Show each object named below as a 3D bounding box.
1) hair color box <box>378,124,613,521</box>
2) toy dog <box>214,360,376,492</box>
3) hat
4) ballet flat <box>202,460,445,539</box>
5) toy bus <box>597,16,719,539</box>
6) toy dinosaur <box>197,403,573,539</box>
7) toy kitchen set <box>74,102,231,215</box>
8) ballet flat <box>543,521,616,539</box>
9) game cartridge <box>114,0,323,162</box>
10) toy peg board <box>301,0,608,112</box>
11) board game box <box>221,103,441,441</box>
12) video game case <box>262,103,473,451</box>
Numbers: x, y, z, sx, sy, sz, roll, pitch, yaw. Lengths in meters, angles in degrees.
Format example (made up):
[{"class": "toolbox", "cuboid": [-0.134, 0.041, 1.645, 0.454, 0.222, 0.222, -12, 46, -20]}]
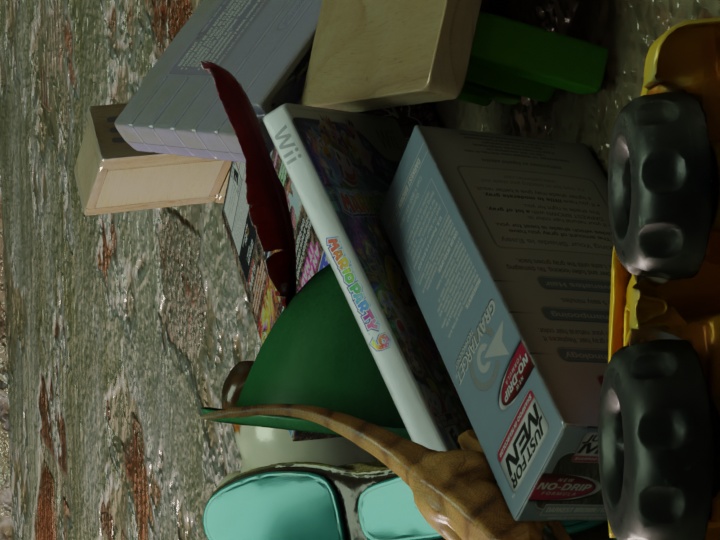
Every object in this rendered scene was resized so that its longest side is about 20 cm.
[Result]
[{"class": "hair color box", "cuboid": [0.088, 0.021, 0.823, 0.201, 0.098, 0.061, -113, 36, -45]}, {"class": "toy dog", "cuboid": [-0.043, 0.152, 1.154, 0.194, 0.138, 0.202, 48, -137, -68]}, {"class": "hat", "cuboid": [0.000, 0.000, 0.971, 0.200, 0.164, 0.178, 69, -155, -85]}, {"class": "ballet flat", "cuboid": [0.005, 0.137, 1.017, 0.199, 0.071, 0.071, -12, 80, 30]}, {"class": "toy bus", "cuboid": [0.145, 0.014, 0.653, 0.192, 0.134, 0.202, -139, 48, -86]}, {"class": "toy dinosaur", "cuboid": [0.039, 0.093, 0.786, 0.200, 0.106, 0.061, 35, 108, 30]}, {"class": "toy kitchen set", "cuboid": [-0.114, -0.172, 1.263, 0.163, 0.179, 0.201, 122, 136, -57]}, {"class": "ballet flat", "cuboid": [0.113, 0.134, 0.836, 0.201, 0.067, 0.069, -115, 16, -47]}, {"class": "game cartridge", "cuboid": [-0.049, -0.148, 1.064, 0.129, 0.038, 0.201, 6, 55, 51]}, {"class": "toy peg board", "cuboid": [0.062, -0.173, 0.923, 0.200, 0.097, 0.201, -173, 95, -71]}, {"class": "board game box", "cuboid": [-0.009, -0.026, 1.110, 0.160, 0.096, 0.201, 105, 154, -43]}, {"class": "video game case", "cuboid": [0.028, 0.011, 0.909, 0.201, 0.018, 0.143, 65, -158, 9]}]
